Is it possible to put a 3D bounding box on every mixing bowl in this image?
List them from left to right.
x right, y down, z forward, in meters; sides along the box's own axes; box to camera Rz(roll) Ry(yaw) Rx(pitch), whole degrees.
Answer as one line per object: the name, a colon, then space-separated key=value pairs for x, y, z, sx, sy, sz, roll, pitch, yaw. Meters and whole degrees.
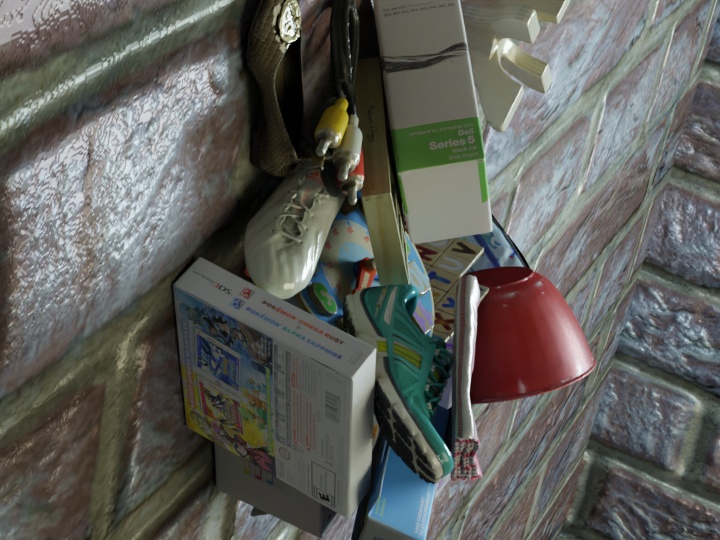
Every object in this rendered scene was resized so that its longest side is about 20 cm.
mixing bowl: x=0.143 y=0.060 z=1.719 sx=0.200 sy=0.199 sz=0.109 roll=-32 pitch=114 yaw=-62

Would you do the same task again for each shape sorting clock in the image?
shape sorting clock: x=0.000 y=0.000 z=1.526 sx=0.039 sy=0.201 sz=0.200 roll=-27 pitch=-171 yaw=35

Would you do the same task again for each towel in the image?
towel: x=0.097 y=0.101 z=1.463 sx=0.200 sy=0.030 sz=0.148 roll=84 pitch=7 yaw=-71

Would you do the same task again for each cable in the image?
cable: x=-0.007 y=-0.145 z=1.408 sx=0.097 sy=0.050 sz=0.201 roll=60 pitch=34 yaw=-47

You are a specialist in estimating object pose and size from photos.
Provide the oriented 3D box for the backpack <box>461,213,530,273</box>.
backpack: x=0.138 y=0.015 z=1.903 sx=0.153 sy=0.200 sz=0.164 roll=-34 pitch=148 yaw=-22

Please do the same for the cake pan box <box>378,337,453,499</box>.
cake pan box: x=0.016 y=0.125 z=1.665 sx=0.052 sy=0.199 sz=0.185 roll=-43 pitch=148 yaw=-47

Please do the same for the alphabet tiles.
alphabet tiles: x=0.043 y=0.007 z=1.656 sx=0.200 sy=0.166 sz=0.008 roll=-46 pitch=150 yaw=-50

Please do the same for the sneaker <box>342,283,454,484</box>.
sneaker: x=0.043 y=0.088 z=1.388 sx=0.078 sy=0.079 sz=0.201 roll=83 pitch=-11 yaw=-53

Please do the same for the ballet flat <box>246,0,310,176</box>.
ballet flat: x=-0.062 y=-0.153 z=1.352 sx=0.067 sy=0.046 sz=0.201 roll=-51 pitch=157 yaw=-38

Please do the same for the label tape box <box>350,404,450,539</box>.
label tape box: x=0.039 y=0.201 z=1.522 sx=0.201 sy=0.066 sz=0.144 roll=109 pitch=-4 yaw=-55

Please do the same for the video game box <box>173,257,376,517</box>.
video game box: x=-0.073 y=0.103 z=1.401 sx=0.047 sy=0.181 sz=0.201 roll=-51 pitch=156 yaw=-36

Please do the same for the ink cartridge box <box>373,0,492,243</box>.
ink cartridge box: x=0.068 y=-0.149 z=1.528 sx=0.146 sy=0.083 sz=0.202 roll=74 pitch=9 yaw=-64

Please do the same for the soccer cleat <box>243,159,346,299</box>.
soccer cleat: x=-0.051 y=-0.054 z=1.424 sx=0.078 sy=0.069 sz=0.201 roll=-50 pitch=-168 yaw=37

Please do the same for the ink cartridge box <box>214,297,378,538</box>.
ink cartridge box: x=-0.060 y=0.151 z=1.592 sx=0.129 sy=0.124 sz=0.201 roll=-53 pitch=157 yaw=-37

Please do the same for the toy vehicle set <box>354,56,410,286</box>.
toy vehicle set: x=0.019 y=-0.088 z=1.508 sx=0.201 sy=0.026 sz=0.125 roll=-93 pitch=173 yaw=-46

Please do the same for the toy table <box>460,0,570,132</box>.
toy table: x=0.141 y=-0.252 z=1.725 sx=0.201 sy=0.116 sz=0.184 roll=-67 pitch=162 yaw=1
